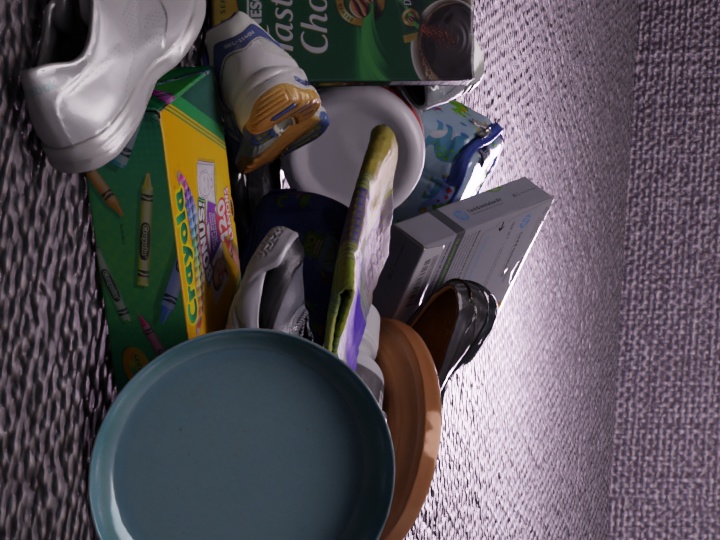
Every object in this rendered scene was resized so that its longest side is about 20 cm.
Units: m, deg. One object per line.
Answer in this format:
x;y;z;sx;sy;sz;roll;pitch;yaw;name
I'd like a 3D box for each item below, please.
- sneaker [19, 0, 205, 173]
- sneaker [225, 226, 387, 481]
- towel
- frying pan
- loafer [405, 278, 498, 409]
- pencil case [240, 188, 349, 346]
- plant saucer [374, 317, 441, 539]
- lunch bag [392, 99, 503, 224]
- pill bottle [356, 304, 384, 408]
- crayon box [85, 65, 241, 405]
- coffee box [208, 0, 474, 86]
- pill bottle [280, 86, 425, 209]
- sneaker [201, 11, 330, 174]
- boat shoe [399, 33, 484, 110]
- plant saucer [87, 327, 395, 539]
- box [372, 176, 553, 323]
-0.155;-0.155;1.219;0.200;0.075;0.089;-73;145;-44;sneaker
-0.034;0.071;1.338;0.076;0.113;0.201;-57;159;-66;sneaker
0.000;0.000;1.447;0.200;0.023;0.144;-75;172;-51;towel
-0.076;-0.060;1.578;0.190;0.031;0.115;15;76;-71;frying pan
0.038;0.091;1.649;0.201;0.073;0.072;-62;155;1;loafer
-0.065;0.032;1.469;0.087;0.078;0.201;38;59;-37;pencil case
-0.002;0.136;1.611;0.032;0.200;0.201;13;72;-30;plant saucer
0.051;-0.056;1.787;0.200;0.082;0.161;-62;173;18;lunch bag
-0.041;0.121;1.529;0.114;0.113;0.201;62;30;-59;pill bottle
-0.129;-0.025;1.318;0.119;0.058;0.201;-54;141;-66;crayon box
-0.015;-0.198;1.478;0.044;0.199;0.124;-148;-122;-86;coffee box
-0.005;-0.126;1.629;0.200;0.115;0.116;-89;173;-68;pill bottle
-0.072;-0.130;1.414;0.088;0.075;0.200;58;-10;6;sneaker
0.022;-0.217;1.529;0.071;0.070;0.201;-33;97;-29;boat shoe
-0.077;0.133;1.285;0.027;0.199;0.201;-134;-140;-75;plant saucer
0.074;0.009;1.727;0.200;0.041;0.156;-21;142;-48;box
